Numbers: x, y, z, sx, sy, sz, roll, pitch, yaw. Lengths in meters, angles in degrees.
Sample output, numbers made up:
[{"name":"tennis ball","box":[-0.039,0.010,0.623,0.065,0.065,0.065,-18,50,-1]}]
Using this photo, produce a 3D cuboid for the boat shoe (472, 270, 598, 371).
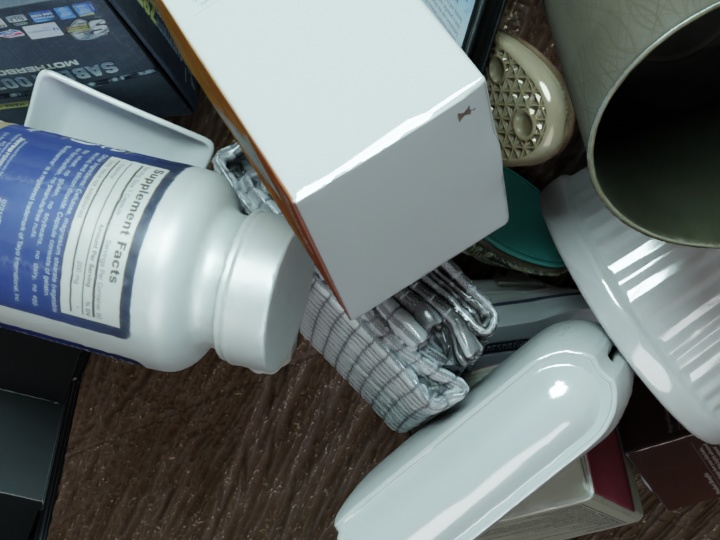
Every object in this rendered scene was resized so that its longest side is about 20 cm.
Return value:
[{"name":"boat shoe","box":[0.114,0.033,0.902,0.198,0.066,0.072,-7,139,-18]}]

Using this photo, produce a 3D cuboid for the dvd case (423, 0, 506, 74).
[{"name":"dvd case","box":[0.035,-0.166,0.634,0.017,0.143,0.201,-9,139,-24]}]

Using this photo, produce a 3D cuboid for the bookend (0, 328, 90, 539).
[{"name":"bookend","box":[-0.240,0.088,0.872,0.091,0.200,0.201,15,134,-15]}]

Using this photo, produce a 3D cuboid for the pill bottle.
[{"name":"pill bottle","box":[-0.130,-0.009,0.664,0.198,0.112,0.112,14,138,12]}]

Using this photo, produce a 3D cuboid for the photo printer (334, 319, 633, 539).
[{"name":"photo printer","box":[0.084,0.107,0.764,0.200,0.166,0.070,-40,85,9]}]

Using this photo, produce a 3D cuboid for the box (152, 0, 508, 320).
[{"name":"box","box":[-0.025,-0.099,0.590,0.097,0.201,0.125,-32,152,-4]}]

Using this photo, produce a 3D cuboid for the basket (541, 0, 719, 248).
[{"name":"basket","box":[0.160,-0.126,0.585,0.178,0.201,0.137,-6,131,-11]}]

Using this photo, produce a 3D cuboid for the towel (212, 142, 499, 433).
[{"name":"towel","box":[0.000,0.000,0.763,0.200,0.086,0.166,46,167,6]}]

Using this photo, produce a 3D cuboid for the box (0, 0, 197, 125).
[{"name":"box","box":[-0.211,-0.129,0.706,0.198,0.052,0.158,-6,164,9]}]

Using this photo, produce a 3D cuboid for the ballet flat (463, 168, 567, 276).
[{"name":"ballet flat","box":[0.054,-0.053,0.823,0.199,0.068,0.075,30,152,-20]}]

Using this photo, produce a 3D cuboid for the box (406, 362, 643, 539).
[{"name":"box","box":[0.129,0.145,0.936,0.127,0.110,0.200,-17,159,17]}]

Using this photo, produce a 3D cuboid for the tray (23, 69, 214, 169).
[{"name":"tray","box":[-0.165,-0.038,0.757,0.106,0.022,0.201,22,135,-11]}]

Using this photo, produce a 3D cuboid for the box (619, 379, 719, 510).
[{"name":"box","box":[0.317,0.116,0.981,0.198,0.075,0.100,-23,132,21]}]

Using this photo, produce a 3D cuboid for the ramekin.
[{"name":"ramekin","box":[0.210,0.002,0.780,0.094,0.203,0.202,-36,126,19]}]

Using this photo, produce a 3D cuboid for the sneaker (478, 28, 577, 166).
[{"name":"sneaker","box":[0.076,-0.107,0.681,0.075,0.200,0.071,-7,111,-23]}]

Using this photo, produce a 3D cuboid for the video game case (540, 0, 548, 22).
[{"name":"video game case","box":[0.201,-0.182,0.702,0.198,0.022,0.183,-14,135,17]}]

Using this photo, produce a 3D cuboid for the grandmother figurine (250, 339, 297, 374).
[{"name":"grandmother figurine","box":[-0.105,0.012,0.887,0.121,0.061,0.200,-33,135,6]}]
